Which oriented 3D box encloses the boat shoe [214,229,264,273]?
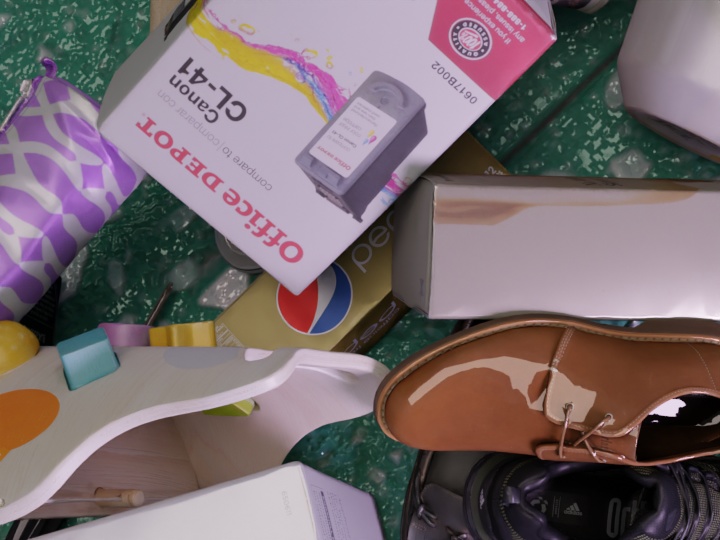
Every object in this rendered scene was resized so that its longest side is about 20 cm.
[{"bbox_3d":[-0.028,-0.075,0.961,0.073,0.065,0.201,42,111,10],"label":"boat shoe"}]

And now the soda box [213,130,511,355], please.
[{"bbox_3d":[0.000,0.000,0.967,0.200,0.068,0.064,-43,74,-1],"label":"soda box"}]

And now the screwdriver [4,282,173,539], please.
[{"bbox_3d":[-0.163,0.097,1.003,0.028,0.029,0.201,27,81,16],"label":"screwdriver"}]

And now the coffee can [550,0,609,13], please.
[{"bbox_3d":[0.051,-0.236,0.934,0.198,0.146,0.148,8,78,-11],"label":"coffee can"}]

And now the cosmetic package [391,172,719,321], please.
[{"bbox_3d":[0.122,-0.014,0.889,0.198,0.105,0.072,1,96,-12],"label":"cosmetic package"}]

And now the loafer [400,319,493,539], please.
[{"bbox_3d":[0.058,0.115,0.932,0.071,0.063,0.202,5,79,12],"label":"loafer"}]

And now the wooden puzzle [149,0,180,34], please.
[{"bbox_3d":[-0.046,-0.172,1.020,0.183,0.046,0.202,-3,80,10],"label":"wooden puzzle"}]

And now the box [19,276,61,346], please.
[{"bbox_3d":[-0.296,0.038,0.989,0.198,0.122,0.107,3,77,12],"label":"box"}]

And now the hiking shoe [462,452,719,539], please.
[{"bbox_3d":[0.158,0.134,0.871,0.198,0.101,0.077,3,85,-9],"label":"hiking shoe"}]

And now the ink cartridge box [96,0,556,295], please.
[{"bbox_3d":[-0.018,-0.110,0.856,0.147,0.086,0.200,40,109,-16],"label":"ink cartridge box"}]

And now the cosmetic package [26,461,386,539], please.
[{"bbox_3d":[-0.088,0.191,0.873,0.197,0.200,0.124,-17,74,7],"label":"cosmetic package"}]

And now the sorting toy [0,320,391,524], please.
[{"bbox_3d":[-0.083,0.069,0.847,0.178,0.199,0.108,-12,78,30],"label":"sorting toy"}]

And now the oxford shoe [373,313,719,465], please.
[{"bbox_3d":[0.106,0.067,0.826,0.198,0.072,0.072,-5,32,-3],"label":"oxford shoe"}]

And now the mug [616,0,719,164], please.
[{"bbox_3d":[0.233,-0.133,0.916,0.185,0.149,0.154,28,92,22],"label":"mug"}]

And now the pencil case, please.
[{"bbox_3d":[-0.199,-0.018,0.882,0.086,0.084,0.201,45,73,-25],"label":"pencil case"}]
